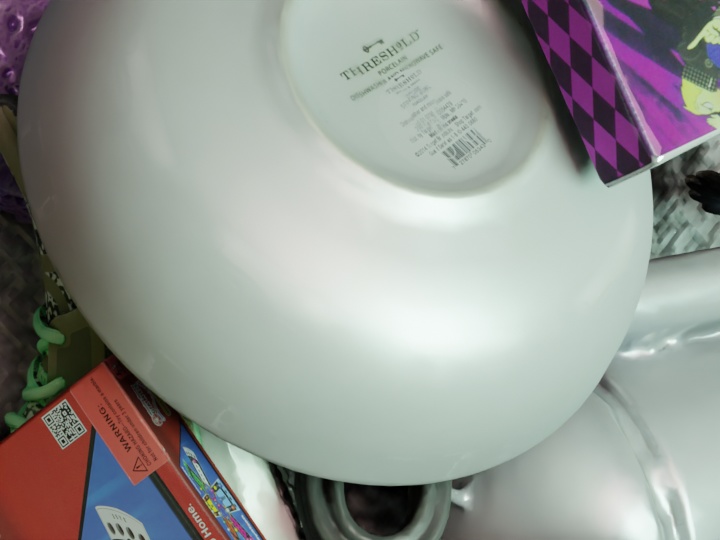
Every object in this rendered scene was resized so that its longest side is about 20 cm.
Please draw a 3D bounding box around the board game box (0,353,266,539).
[{"bbox_3d":[-0.047,0.131,0.789,0.201,0.103,0.019,55,33,2],"label":"board game box"}]

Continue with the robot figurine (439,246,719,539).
[{"bbox_3d":[0.099,0.074,0.882,0.199,0.113,0.171,-14,114,-30],"label":"robot figurine"}]

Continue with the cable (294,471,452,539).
[{"bbox_3d":[0.000,0.000,0.838,0.096,0.050,0.201,-6,73,-26],"label":"cable"}]

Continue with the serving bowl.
[{"bbox_3d":[0.004,-0.041,0.781,0.199,0.066,0.201,12,58,-20],"label":"serving bowl"}]

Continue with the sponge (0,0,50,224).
[{"bbox_3d":[-0.133,-0.082,0.845,0.199,0.030,0.112,17,72,-24],"label":"sponge"}]

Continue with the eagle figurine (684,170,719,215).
[{"bbox_3d":[0.221,-0.009,0.959,0.151,0.152,0.200,-40,103,-8],"label":"eagle figurine"}]

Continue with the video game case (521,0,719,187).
[{"bbox_3d":[0.106,-0.150,0.788,0.180,0.036,0.201,-24,91,-27],"label":"video game case"}]

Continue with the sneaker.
[{"bbox_3d":[-0.080,0.045,0.814,0.088,0.077,0.201,-25,98,-1],"label":"sneaker"}]
